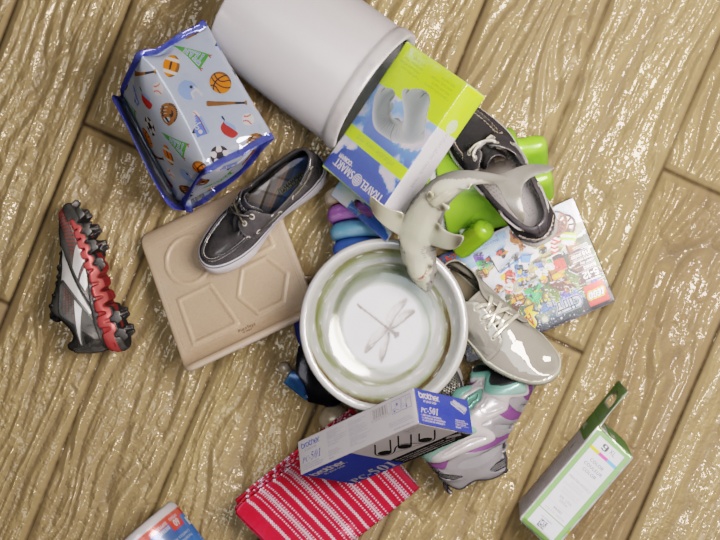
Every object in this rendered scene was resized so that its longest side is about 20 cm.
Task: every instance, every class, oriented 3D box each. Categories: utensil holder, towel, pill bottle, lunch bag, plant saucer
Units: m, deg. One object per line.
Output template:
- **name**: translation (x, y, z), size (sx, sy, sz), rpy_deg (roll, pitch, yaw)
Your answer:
- **utensil holder**: translation (-0.059, -0.271, 1.569), size (0.199, 0.170, 0.171), rpy_deg (38, 96, 7)
- **towel**: translation (-0.044, 0.285, 1.637), size (0.199, 0.023, 0.145), rpy_deg (-39, 105, 7)
- **pill bottle**: translation (-0.217, 0.402, 1.638), size (0.112, 0.112, 0.201), rpy_deg (-41, 87, 7)
- **lunch bag**: translation (-0.215, -0.174, 1.583), size (0.123, 0.200, 0.172), rpy_deg (-28, 88, -25)
- **plant saucer**: translation (0.027, 0.064, 1.529), size (0.197, 0.050, 0.204), rpy_deg (0, 90, -1)

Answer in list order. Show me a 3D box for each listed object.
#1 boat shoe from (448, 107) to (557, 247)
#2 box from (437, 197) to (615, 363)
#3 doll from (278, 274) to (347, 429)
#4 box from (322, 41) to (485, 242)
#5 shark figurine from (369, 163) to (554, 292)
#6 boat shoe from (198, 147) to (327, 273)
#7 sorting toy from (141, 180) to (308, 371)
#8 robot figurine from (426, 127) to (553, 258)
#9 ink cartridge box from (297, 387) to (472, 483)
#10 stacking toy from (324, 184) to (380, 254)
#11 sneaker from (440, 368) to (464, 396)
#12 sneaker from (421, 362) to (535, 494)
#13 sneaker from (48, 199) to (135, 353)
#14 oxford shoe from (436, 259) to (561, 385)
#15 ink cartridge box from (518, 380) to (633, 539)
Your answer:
- **boat shoe**: translation (0.153, -0.116, 1.479), size (0.073, 0.060, 0.202), rpy_deg (-31, 72, 6)
- **box**: translation (0.197, 0.012, 1.608), size (0.198, 0.038, 0.138), rpy_deg (-24, 89, 8)
- **doll**: translation (-0.037, 0.106, 1.636), size (0.134, 0.048, 0.204), rpy_deg (-3, 91, 8)
- **box**: translation (0.042, -0.150, 1.508), size (0.122, 0.047, 0.201), rpy_deg (41, 100, 40)
- **shark figurine**: translation (0.101, -0.082, 1.440), size (0.128, 0.090, 0.214), rpy_deg (45, 131, -6)
- **boat shoe**: translation (-0.125, -0.077, 1.594), size (0.199, 0.066, 0.070), rpy_deg (-37, 67, 2)
- **sorting toy**: translation (-0.166, 0.005, 1.637), size (0.183, 0.036, 0.202), rpy_deg (-25, 69, 8)
- **robot figurine**: translation (0.132, -0.106, 1.573), size (0.197, 0.116, 0.178), rpy_deg (-9, 73, 7)
- **ink cartridge box**: translation (0.026, 0.194, 1.512), size (0.199, 0.093, 0.045), rpy_deg (-29, 57, 38)
- **stacking toy**: translation (0.000, 0.000, 1.590), size (0.084, 0.085, 0.204), rpy_deg (-3, 81, 7)
- **sneaker**: translation (0.074, 0.100, 1.600), size (0.077, 0.091, 0.203), rpy_deg (-20, 89, 8)
- **sneaker**: translation (0.165, 0.193, 1.594), size (0.199, 0.078, 0.141), rpy_deg (-35, 124, -9)
- **sneaker**: translation (-0.361, 0.015, 1.664), size (0.096, 0.071, 0.203), rpy_deg (-17, 91, 5)
- **oxford shoe**: translation (0.155, 0.060, 1.544), size (0.200, 0.058, 0.075), rpy_deg (42, 66, 16)
- **ink cartridge box**: translation (0.274, 0.234, 1.572), size (0.059, 0.104, 0.201), rpy_deg (39, 96, 4)
